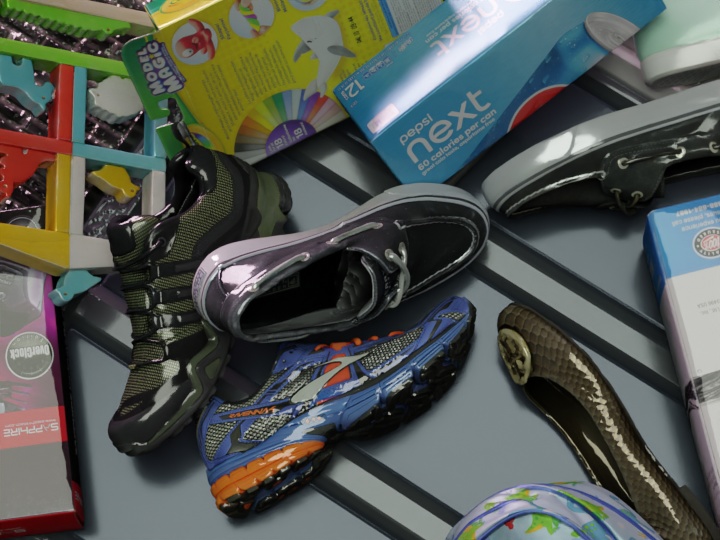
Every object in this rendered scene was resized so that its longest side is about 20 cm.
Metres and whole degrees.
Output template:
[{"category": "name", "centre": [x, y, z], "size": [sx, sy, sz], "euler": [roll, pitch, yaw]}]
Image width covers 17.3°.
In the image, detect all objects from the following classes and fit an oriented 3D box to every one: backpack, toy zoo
[{"category": "backpack", "centre": [0.131, 0.215, 1.373], "size": [0.163, 0.153, 0.201], "euler": [-41, 59, 26]}, {"category": "toy zoo", "centre": [-0.184, -0.076, 1.483], "size": [0.130, 0.020, 0.202], "euler": [10, 69, -27]}]

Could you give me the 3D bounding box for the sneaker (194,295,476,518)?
[{"category": "sneaker", "centre": [-0.017, 0.068, 1.450], "size": [0.199, 0.075, 0.079], "euler": [-31, 73, -7]}]

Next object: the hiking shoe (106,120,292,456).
[{"category": "hiking shoe", "centre": [-0.123, 0.013, 1.451], "size": [0.100, 0.076, 0.201], "euler": [30, 70, -22]}]

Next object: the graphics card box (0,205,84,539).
[{"category": "graphics card box", "centre": [-0.243, 0.066, 1.472], "size": [0.124, 0.051, 0.202], "euler": [-7, 74, -1]}]

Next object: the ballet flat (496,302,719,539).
[{"category": "ballet flat", "centre": [0.143, 0.106, 1.436], "size": [0.046, 0.067, 0.200], "euler": [-36, 83, -15]}]

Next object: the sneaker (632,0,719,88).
[{"category": "sneaker", "centre": [0.264, -0.197, 1.499], "size": [0.199, 0.074, 0.119], "euler": [-13, 81, 2]}]

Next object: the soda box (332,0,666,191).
[{"category": "soda box", "centre": [0.086, -0.137, 1.469], "size": [0.200, 0.068, 0.064], "euler": [-37, 44, 3]}]

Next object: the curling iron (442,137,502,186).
[{"category": "curling iron", "centre": [0.017, -0.041, 1.499], "size": [0.199, 0.026, 0.050], "euler": [-36, 74, -6]}]

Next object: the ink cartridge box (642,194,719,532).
[{"category": "ink cartridge box", "centre": [0.264, 0.051, 1.431], "size": [0.144, 0.084, 0.201], "euler": [-13, 76, 0]}]

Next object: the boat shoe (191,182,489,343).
[{"category": "boat shoe", "centre": [0.000, 0.000, 1.426], "size": [0.199, 0.068, 0.072], "euler": [-13, 115, -26]}]

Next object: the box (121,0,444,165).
[{"category": "box", "centre": [-0.046, -0.142, 1.487], "size": [0.199, 0.118, 0.048], "euler": [-27, 32, -6]}]

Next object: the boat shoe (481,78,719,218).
[{"category": "boat shoe", "centre": [0.175, -0.068, 1.478], "size": [0.199, 0.069, 0.057], "euler": [-20, 76, -5]}]
